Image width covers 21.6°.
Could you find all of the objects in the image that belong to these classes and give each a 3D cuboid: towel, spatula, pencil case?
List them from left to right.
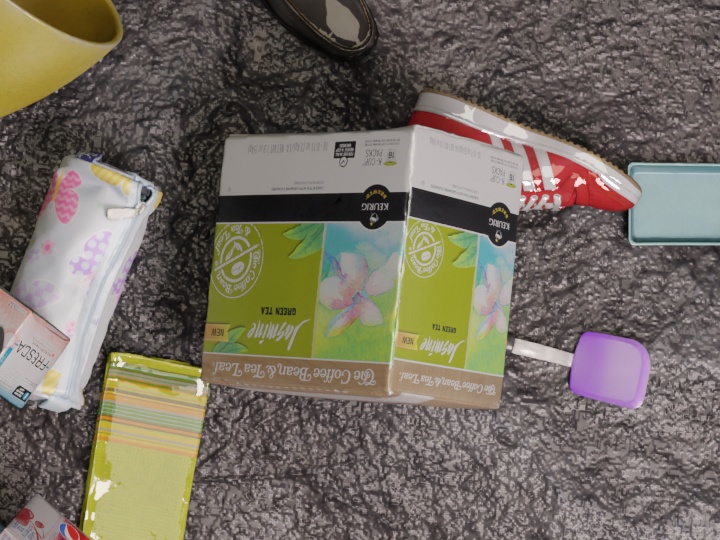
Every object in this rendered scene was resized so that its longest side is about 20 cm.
[{"bbox_3d":[-0.226,0.010,1.490,0.090,0.083,0.201,18,83,29],"label":"pencil case"},{"bbox_3d":[-0.177,0.170,1.516,0.086,0.018,0.201,9,85,-4],"label":"towel"},{"bbox_3d":[0.140,0.065,1.554,0.199,0.021,0.057,14,86,-4],"label":"spatula"}]

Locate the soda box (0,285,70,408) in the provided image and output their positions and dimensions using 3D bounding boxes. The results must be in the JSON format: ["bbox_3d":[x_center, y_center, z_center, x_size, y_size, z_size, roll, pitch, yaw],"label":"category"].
[{"bbox_3d":[-0.319,0.023,1.445,0.200,0.064,0.068,31,82,31],"label":"soda box"}]

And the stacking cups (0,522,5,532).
[{"bbox_3d":[-0.300,0.209,1.484,0.061,0.061,0.200,-45,94,-7],"label":"stacking cups"}]

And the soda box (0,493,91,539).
[{"bbox_3d":[-0.290,0.266,1.431,0.063,0.070,0.200,40,111,-3],"label":"soda box"}]

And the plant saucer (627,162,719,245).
[{"bbox_3d":[0.321,-0.054,1.583,0.199,0.019,0.070,0,85,-6],"label":"plant saucer"}]

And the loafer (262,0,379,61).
[{"bbox_3d":[-0.058,-0.255,1.535,0.073,0.072,0.200,-42,91,-8],"label":"loafer"}]

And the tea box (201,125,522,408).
[{"bbox_3d":[0.000,0.000,1.434,0.133,0.200,0.198,10,82,-47],"label":"tea box"}]

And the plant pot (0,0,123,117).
[{"bbox_3d":[-0.306,-0.193,1.463,0.200,0.200,0.142,43,108,-1],"label":"plant pot"}]

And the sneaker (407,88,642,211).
[{"bbox_3d":[0.122,-0.061,1.537,0.199,0.071,0.113,22,80,4],"label":"sneaker"}]
